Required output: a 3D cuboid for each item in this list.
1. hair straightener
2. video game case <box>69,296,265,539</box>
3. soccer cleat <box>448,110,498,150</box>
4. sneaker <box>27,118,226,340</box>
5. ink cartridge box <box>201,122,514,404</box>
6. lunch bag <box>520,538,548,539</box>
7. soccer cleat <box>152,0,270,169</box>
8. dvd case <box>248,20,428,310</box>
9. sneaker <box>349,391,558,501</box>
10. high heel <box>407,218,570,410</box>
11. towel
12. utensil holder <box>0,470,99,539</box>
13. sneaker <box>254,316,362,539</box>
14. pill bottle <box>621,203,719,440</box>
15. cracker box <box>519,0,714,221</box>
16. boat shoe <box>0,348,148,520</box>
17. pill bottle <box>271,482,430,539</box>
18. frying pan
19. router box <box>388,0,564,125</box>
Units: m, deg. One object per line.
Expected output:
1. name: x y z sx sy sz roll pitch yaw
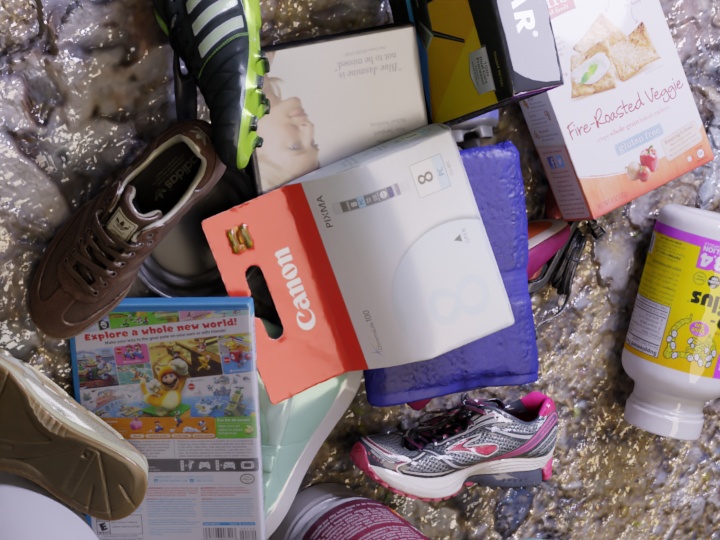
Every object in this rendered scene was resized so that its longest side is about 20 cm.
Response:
1. hair straightener: 0.192 -0.032 1.341 0.076 0.041 0.203 19 89 -32
2. video game case: -0.148 0.119 1.173 0.141 0.018 0.203 -1 107 4
3. soccer cleat: 0.018 -0.133 1.219 0.198 0.065 0.085 -6 77 -23
4. sneaker: -0.177 -0.033 1.099 0.070 0.076 0.200 40 93 2
5. ink cartridge box: 0.000 0.000 1.148 0.198 0.047 0.162 -22 107 -7
6. lunch bag: 0.148 0.342 1.381 0.197 0.122 0.173 -9 107 -20
7. soccer cleat: -0.107 -0.164 1.088 0.080 0.068 0.203 -4 70 2
8. dvd case: -0.014 -0.078 1.160 0.141 0.018 0.203 -11 106 -9
9. sneaker: 0.080 0.144 1.307 0.198 0.081 0.076 -3 113 -30
10. high heel: 0.104 0.034 1.301 0.198 0.067 0.097 -28 113 -6
11. towel: 0.065 0.002 1.232 0.146 0.050 0.203 -8 102 -10
12. utensil holder: -0.247 0.251 1.083 0.168 0.200 0.172 -7 108 -23
13. sneaker: -0.096 0.131 1.221 0.117 0.074 0.202 28 97 -18
14. pill bottle: 0.300 0.048 1.390 0.103 0.104 0.203 7 100 -30
15. cracker box: 0.200 -0.159 1.276 0.133 0.058 0.202 -25 98 -20
16. boat shoe: -0.244 0.111 1.126 0.199 0.063 0.074 31 100 -10
17. pill bottle: 0.010 0.253 1.231 0.113 0.200 0.116 -9 109 -26
18. frying pan: -0.143 -0.065 1.156 0.114 0.031 0.192 -31 107 -16
19. router box: 0.073 -0.218 1.132 0.050 0.149 0.203 -14 91 -26
